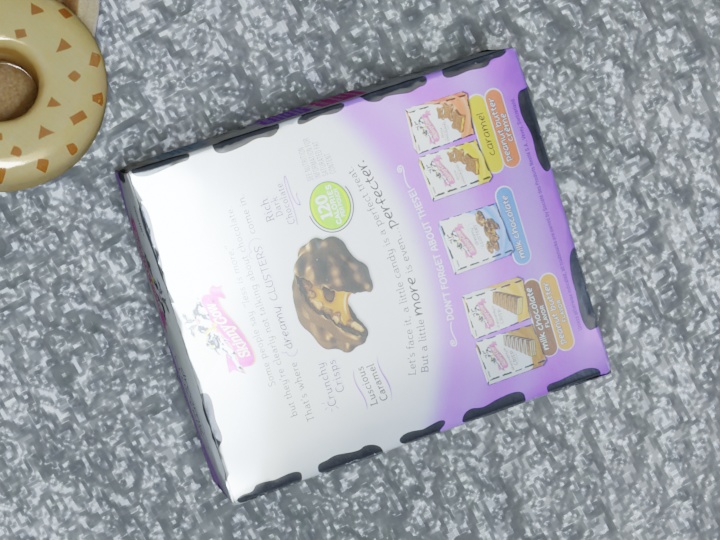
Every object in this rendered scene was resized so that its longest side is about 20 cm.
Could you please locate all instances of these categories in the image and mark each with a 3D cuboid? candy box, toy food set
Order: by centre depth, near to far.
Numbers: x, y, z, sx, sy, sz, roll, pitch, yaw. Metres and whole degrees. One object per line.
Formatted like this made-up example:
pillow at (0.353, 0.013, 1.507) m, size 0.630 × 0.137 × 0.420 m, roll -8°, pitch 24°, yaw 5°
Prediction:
toy food set at (-0.217, -0.131, 1.043) m, size 0.197 × 0.049 × 0.201 m, roll -1°, pitch 85°, yaw -17°
candy box at (0.000, 0.000, 1.101) m, size 0.199 × 0.072 × 0.168 m, roll -18°, pitch 98°, yaw -10°
